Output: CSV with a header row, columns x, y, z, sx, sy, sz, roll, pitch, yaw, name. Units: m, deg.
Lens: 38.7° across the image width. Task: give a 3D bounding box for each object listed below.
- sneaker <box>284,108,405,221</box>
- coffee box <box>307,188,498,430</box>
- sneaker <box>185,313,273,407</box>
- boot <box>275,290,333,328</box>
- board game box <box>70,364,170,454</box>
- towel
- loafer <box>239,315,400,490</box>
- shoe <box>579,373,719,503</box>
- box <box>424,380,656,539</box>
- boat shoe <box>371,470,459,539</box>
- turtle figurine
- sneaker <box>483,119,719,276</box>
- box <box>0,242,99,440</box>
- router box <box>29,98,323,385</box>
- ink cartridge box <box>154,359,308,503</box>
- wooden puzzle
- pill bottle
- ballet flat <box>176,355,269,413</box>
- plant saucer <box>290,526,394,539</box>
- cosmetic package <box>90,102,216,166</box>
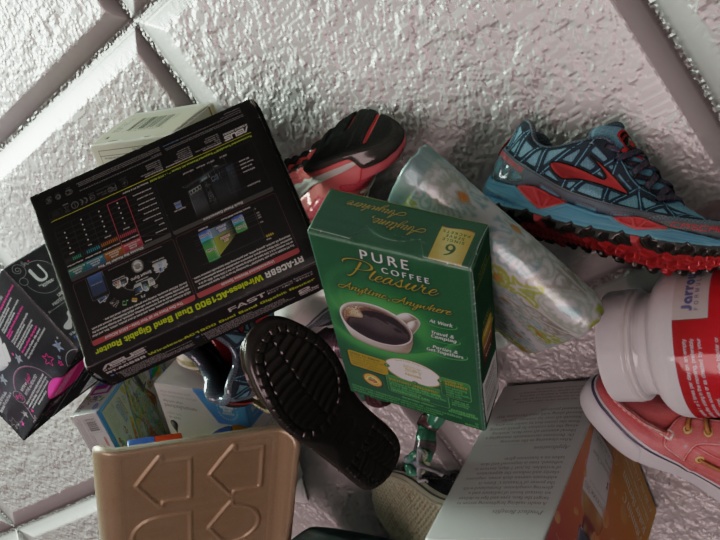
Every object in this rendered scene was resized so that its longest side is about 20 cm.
x,y,z,sx,sy,sz,roll,pitch,yaw,name
-0.018,-0.068,0.875,0.087,0.074,0.199,45,140,-19,sneaker
0.038,0.034,0.745,0.121,0.044,0.201,14,144,22,coffee box
-0.137,0.022,0.864,0.079,0.095,0.202,-30,94,43,sneaker
0.000,0.000,0.866,0.200,0.089,0.074,-34,58,59,boot
-0.230,0.197,1.125,0.034,0.135,0.202,-11,115,22,board game box
0.094,-0.009,0.786,0.170,0.048,0.200,38,173,4,towel
-0.044,0.112,0.860,0.071,0.073,0.201,18,149,50,loafer
0.281,0.124,0.823,0.198,0.072,0.091,32,131,1,shoe
0.160,0.214,0.864,0.105,0.200,0.154,-9,118,34,box
0.087,0.239,1.014,0.198,0.062,0.076,1,97,48,boat shoe
0.048,0.110,0.928,0.198,0.100,0.152,10,120,41,turtle figurine
0.182,-0.061,0.732,0.198,0.079,0.097,18,85,27,sneaker
-0.323,0.061,1.089,0.115,0.132,0.200,45,133,2,box
-0.139,-0.022,0.800,0.062,0.198,0.152,72,173,-70,router box
-0.135,0.190,1.111,0.114,0.067,0.203,4,123,27,ink cartridge box
-0.166,0.222,1.036,0.197,0.047,0.187,-3,130,-13,wooden puzzle
0.278,0.049,0.739,0.197,0.112,0.114,-7,118,33,pill bottle
-0.134,0.086,1.005,0.198,0.075,0.069,25,110,35,ballet flat
0.013,0.296,1.056,0.197,0.037,0.200,11,169,2,plant saucer
-0.160,-0.045,0.960,0.102,0.073,0.202,-1,121,30,cosmetic package
